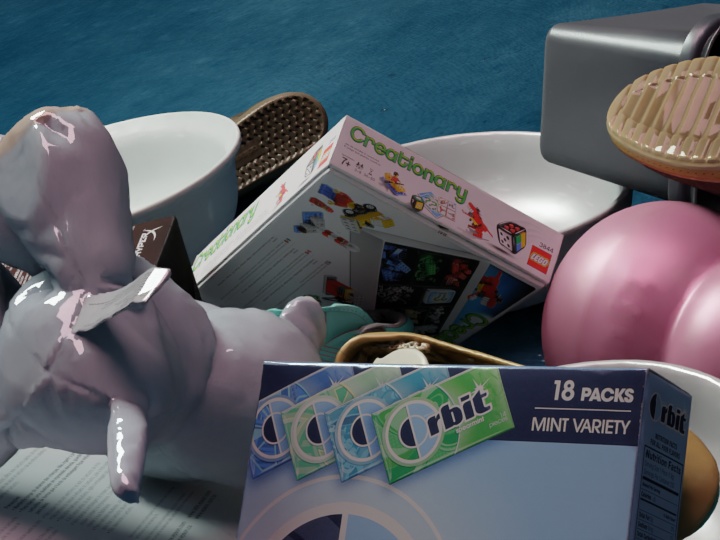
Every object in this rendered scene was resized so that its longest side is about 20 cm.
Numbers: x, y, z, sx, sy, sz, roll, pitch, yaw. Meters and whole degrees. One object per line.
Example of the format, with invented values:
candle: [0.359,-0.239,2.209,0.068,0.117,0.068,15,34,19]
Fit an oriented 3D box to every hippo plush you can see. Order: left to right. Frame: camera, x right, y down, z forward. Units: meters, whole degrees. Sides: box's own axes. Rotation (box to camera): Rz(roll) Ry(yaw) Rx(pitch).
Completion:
hippo plush: [-0.086,0.022,0.905,0.161,0.160,0.200,13,-11,-42]

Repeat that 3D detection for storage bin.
storage bin: [0.202,-0.110,1.240,0.134,0.146,0.200,16,21,42]

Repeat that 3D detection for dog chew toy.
dog chew toy: [0.180,0.041,1.008,0.124,0.125,0.200,-30,34,-31]

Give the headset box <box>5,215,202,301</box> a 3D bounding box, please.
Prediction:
headset box: [-0.176,0.070,1.139,0.200,0.149,0.075,-13,21,9]

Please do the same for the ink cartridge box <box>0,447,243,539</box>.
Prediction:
ink cartridge box: [-0.149,0.117,0.900,0.200,0.043,0.196,11,14,9]

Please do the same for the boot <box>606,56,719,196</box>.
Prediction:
boot: [0.227,-0.023,1.058,0.200,0.166,0.072,13,60,42]

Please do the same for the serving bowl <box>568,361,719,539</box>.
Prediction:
serving bowl: [0.085,0.121,0.913,0.200,0.066,0.200,-17,27,9]

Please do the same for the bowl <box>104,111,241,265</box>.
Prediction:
bowl: [-0.164,-0.026,1.438,0.201,0.091,0.201,-13,22,6]

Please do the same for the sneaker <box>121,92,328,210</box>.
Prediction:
sneaker: [-0.116,-0.067,1.563,0.200,0.071,0.076,-22,-3,-8]

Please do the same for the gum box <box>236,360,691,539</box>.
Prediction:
gum box: [0.028,0.136,0.803,0.170,0.200,0.045,0,-17,32]

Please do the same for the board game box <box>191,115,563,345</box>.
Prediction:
board game box: [0.000,0.000,1.110,0.200,0.126,0.035,-37,28,57]

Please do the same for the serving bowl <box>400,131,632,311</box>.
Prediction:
serving bowl: [0.065,-0.019,1.280,0.200,0.066,0.200,-7,22,3]

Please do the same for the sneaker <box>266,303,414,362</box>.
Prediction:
sneaker: [-0.019,0.078,1.045,0.083,0.121,0.200,-5,25,25]

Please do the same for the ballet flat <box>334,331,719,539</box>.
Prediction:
ballet flat: [0.057,0.067,0.875,0.200,0.063,0.069,12,70,51]
